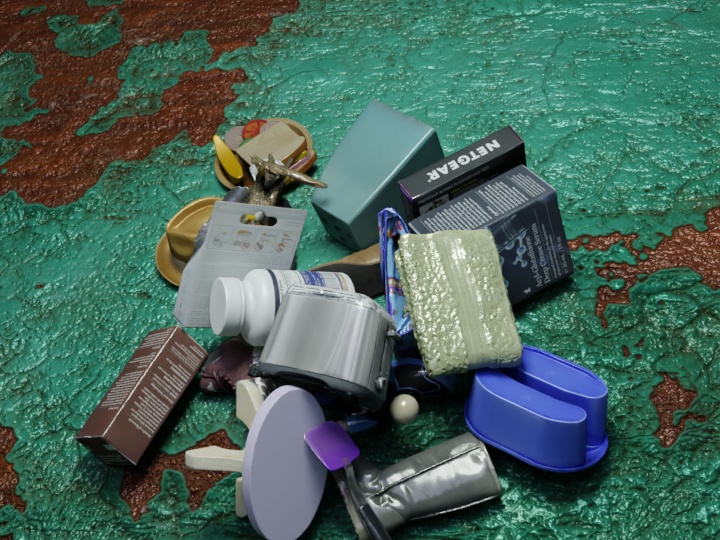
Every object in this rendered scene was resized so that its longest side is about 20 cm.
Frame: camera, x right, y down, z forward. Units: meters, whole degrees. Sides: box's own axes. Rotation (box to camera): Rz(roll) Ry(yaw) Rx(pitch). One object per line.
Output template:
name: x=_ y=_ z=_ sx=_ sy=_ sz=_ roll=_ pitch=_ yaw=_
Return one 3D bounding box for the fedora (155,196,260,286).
fedora: x=-0.255 y=-0.062 z=1.700 sx=0.197 sy=0.082 sz=0.203 roll=-8 pitch=49 yaw=9

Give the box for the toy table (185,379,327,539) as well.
toy table: x=-0.123 y=0.243 z=1.344 sx=0.116 sy=0.182 sz=0.203 roll=11 pitch=90 yaw=48

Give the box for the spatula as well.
spatula: x=-0.002 y=0.282 z=1.297 sx=0.056 sy=0.021 sz=0.202 roll=-24 pitch=81 yaw=-34

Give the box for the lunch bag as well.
lunch bag: x=0.066 y=0.011 z=1.464 sx=0.093 sy=0.151 sz=0.203 roll=-14 pitch=72 yaw=2

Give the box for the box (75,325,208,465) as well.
box: x=-0.317 y=0.182 z=1.497 sx=0.100 sy=0.075 sz=0.201 roll=-13 pitch=37 yaw=52

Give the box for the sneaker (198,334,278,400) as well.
sneaker: x=-0.181 y=0.176 z=1.500 sx=0.114 sy=0.076 sz=0.201 roll=-19 pitch=39 yaw=7

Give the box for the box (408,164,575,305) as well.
box: x=0.193 y=-0.034 z=1.498 sx=0.198 sy=0.150 sz=0.107 roll=-27 pitch=33 yaw=-7

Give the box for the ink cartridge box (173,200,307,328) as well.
ink cartridge box: x=-0.178 y=-0.010 z=1.522 sx=0.161 sy=0.203 sz=0.057 roll=3 pitch=20 yaw=-36

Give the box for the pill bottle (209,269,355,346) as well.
pill bottle: x=-0.114 y=0.055 z=1.493 sx=0.197 sy=0.112 sz=0.112 roll=3 pitch=43 yaw=-25

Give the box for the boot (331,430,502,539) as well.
boot: x=0.066 y=0.256 z=1.358 sx=0.198 sy=0.073 sz=0.183 roll=-27 pitch=63 yaw=0

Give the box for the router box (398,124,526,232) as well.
router box: x=0.166 y=-0.117 z=1.588 sx=0.198 sy=0.150 sz=0.051 roll=-27 pitch=50 yaw=-9

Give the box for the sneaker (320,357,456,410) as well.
sneaker: x=0.036 y=0.169 z=1.445 sx=0.197 sy=0.070 sz=0.079 roll=1 pitch=57 yaw=23

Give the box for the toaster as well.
toaster: x=-0.045 y=0.098 z=1.343 sx=0.197 sy=0.114 sz=0.131 roll=8 pitch=71 yaw=30

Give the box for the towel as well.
towel: x=0.130 y=0.039 z=1.356 sx=0.146 sy=0.037 sz=0.203 roll=-7 pitch=68 yaw=-12

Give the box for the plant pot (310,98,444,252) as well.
plant pot: x=0.024 y=-0.139 z=1.655 sx=0.140 sy=0.142 sz=0.200 roll=30 pitch=71 yaw=34

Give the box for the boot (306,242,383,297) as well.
boot: x=0.000 y=0.000 z=1.602 sx=0.197 sy=0.075 sz=0.076 roll=-11 pitch=30 yaw=0

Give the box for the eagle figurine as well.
eagle figurine: x=-0.163 y=-0.078 z=1.611 sx=0.151 sy=0.202 sz=0.150 roll=37 pitch=25 yaw=34

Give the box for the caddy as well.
caddy: x=0.232 y=0.187 z=1.351 sx=0.198 sy=0.106 sz=0.141 roll=23 pitch=36 yaw=30

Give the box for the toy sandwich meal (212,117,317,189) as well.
toy sandwich meal: x=-0.174 y=-0.215 z=1.813 sx=0.202 sy=0.071 sz=0.207 roll=-8 pitch=50 yaw=9

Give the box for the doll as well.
doll: x=-0.008 y=0.155 z=1.398 sx=0.198 sy=0.049 sz=0.138 roll=22 pitch=73 yaw=27
